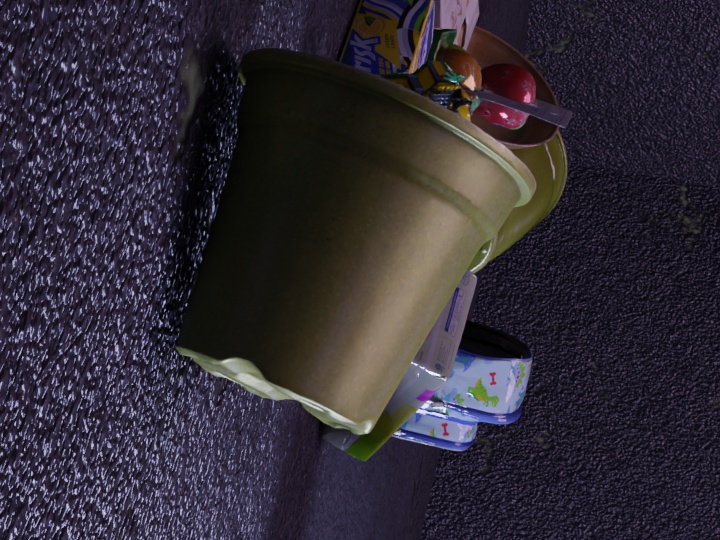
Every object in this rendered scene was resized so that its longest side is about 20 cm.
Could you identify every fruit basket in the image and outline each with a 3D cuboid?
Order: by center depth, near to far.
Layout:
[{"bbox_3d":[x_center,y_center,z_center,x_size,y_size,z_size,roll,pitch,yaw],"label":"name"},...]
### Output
[{"bbox_3d":[0.107,-0.173,1.525,0.185,0.200,0.094,-48,163,-76],"label":"fruit basket"}]

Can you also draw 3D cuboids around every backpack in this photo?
[{"bbox_3d":[0.095,0.127,1.837,0.183,0.200,0.147,-41,141,-79],"label":"backpack"}]

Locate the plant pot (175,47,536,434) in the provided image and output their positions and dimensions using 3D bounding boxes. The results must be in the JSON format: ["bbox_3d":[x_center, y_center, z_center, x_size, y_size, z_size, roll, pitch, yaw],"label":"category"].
[{"bbox_3d":[-0.019,-0.007,0.964,0.200,0.200,0.184,64,49,-77],"label":"plant pot"}]

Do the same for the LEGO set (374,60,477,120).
[{"bbox_3d":[0.018,-0.057,1.182,0.116,0.154,0.200,-113,-145,-51],"label":"LEGO set"}]

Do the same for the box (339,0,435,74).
[{"bbox_3d":[0.015,-0.165,1.356,0.070,0.064,0.200,92,12,-50],"label":"box"}]

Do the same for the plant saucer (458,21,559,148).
[{"bbox_3d":[0.128,-0.200,1.736,0.035,0.200,0.200,-54,-170,39],"label":"plant saucer"}]

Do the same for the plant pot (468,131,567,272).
[{"bbox_3d":[0.118,-0.088,1.789,0.193,0.200,0.201,-55,156,-56],"label":"plant pot"}]

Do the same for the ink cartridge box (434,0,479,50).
[{"bbox_3d":[0.088,-0.311,1.689,0.200,0.045,0.176,-69,159,-51],"label":"ink cartridge box"}]

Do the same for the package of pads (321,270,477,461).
[{"bbox_3d":[0.038,0.086,1.627,0.200,0.068,0.155,-49,-162,48],"label":"package of pads"}]
